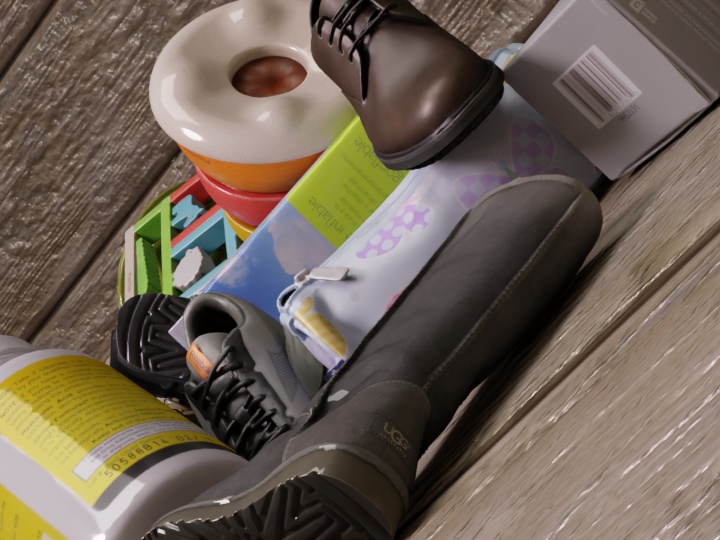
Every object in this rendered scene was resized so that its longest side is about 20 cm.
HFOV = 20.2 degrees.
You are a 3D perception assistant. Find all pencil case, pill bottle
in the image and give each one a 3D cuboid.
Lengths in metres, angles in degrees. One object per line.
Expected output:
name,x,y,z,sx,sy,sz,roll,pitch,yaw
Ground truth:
pencil case,0.047,-0.021,1.043,0.200,0.091,0.083,-48,3,-5
pill bottle,-0.136,0.104,0.991,0.111,0.111,0.200,-49,45,-12

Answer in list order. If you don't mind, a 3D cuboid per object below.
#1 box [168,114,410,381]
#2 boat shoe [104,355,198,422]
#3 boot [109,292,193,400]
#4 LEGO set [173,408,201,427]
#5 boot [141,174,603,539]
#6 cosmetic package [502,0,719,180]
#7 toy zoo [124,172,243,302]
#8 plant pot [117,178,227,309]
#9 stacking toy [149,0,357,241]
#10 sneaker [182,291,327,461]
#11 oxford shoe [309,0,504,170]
box,0.000,0.000,1.153,0.200,0.122,0.048,-47,-3,14
boat shoe,-0.135,0.109,1.407,0.074,0.075,0.200,-59,37,30
boot,-0.082,0.065,1.290,0.200,0.164,0.066,129,160,-76
LEGO set,-0.185,0.141,1.271,0.116,0.199,0.154,-30,52,51
boot,0.005,0.053,0.875,0.182,0.073,0.200,-27,25,45
cosmetic package,0.168,-0.152,0.997,0.200,0.090,0.107,-47,1,-27
toy zoo,-0.088,-0.039,1.406,0.200,0.020,0.131,-37,33,21
plant pot,-0.048,0.002,1.494,0.200,0.200,0.193,-50,15,-31
stacking toy,-0.048,-0.059,1.268,0.146,0.146,0.200,-51,-30,-34
sneaker,-0.055,0.078,1.045,0.074,0.079,0.200,-47,28,12
oxford shoe,0.011,-0.105,1.015,0.073,0.084,0.200,-45,23,-1
